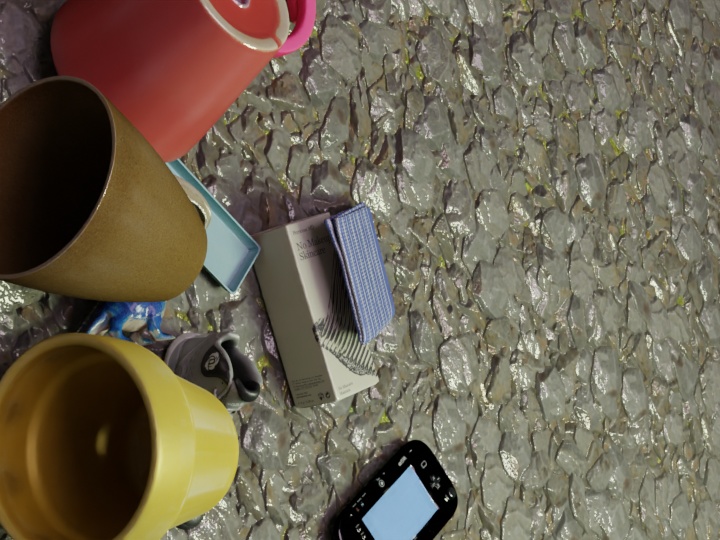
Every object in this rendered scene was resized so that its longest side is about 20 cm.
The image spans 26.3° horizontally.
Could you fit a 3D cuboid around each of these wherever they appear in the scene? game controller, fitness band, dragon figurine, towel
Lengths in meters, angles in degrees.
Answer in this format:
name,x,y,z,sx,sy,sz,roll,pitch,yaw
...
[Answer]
name,x,y,z,sx,sy,sz,roll,pitch,yaw
game controller,0.041,0.281,1.768,0.200,0.042,0.105,-41,110,-46
fitness band,-0.115,-0.344,1.771,0.143,0.037,0.202,-4,82,-48
dragon figurine,-0.238,0.027,1.514,0.199,0.058,0.101,-10,86,-49
towel,0.000,0.000,1.751,0.200,0.024,0.146,-34,109,-78

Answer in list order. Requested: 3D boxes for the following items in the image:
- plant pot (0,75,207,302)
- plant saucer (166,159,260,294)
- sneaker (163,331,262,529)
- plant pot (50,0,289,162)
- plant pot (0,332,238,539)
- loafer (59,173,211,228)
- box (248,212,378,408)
name,x,y,z,sx,sy,sz,roll,pitch,yaw
plant pot,-0.232,-0.047,1.393,0.200,0.185,0.188,34,55,-51
plant saucer,-0.185,-0.064,1.625,0.200,0.019,0.070,48,54,-27
sneaker,-0.149,0.153,1.535,0.075,0.115,0.202,17,67,-44
plant pot,-0.178,-0.234,1.530,0.200,0.177,0.202,33,41,-35
plant pot,-0.213,0.165,1.416,0.188,0.199,0.203,13,69,-61
loafer,-0.233,-0.064,1.523,0.199,0.076,0.069,20,33,-34
box,-0.053,0.044,1.708,0.082,0.068,0.202,-21,95,-48
